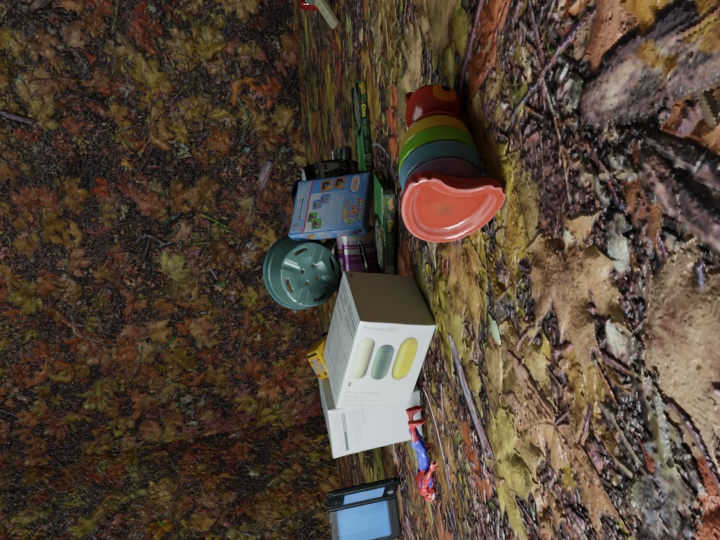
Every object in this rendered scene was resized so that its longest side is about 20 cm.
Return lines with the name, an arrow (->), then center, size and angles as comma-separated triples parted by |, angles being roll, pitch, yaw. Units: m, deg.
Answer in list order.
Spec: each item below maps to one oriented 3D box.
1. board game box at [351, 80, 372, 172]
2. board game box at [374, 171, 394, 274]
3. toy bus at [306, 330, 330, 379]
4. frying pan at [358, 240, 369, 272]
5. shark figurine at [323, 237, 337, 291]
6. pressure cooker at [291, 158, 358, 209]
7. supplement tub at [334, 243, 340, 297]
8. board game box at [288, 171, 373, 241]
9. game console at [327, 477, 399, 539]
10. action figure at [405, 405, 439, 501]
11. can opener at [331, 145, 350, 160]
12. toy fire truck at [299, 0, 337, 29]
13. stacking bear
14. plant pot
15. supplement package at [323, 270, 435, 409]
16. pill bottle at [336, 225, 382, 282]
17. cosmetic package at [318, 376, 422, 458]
board game box -> 0.003, -0.347, 1.403 | 0.105, 0.023, 0.208 | -150, 54, -76
board game box -> 0.051, -0.097, 1.242 | 0.106, 0.023, 0.205 | -107, 13, -54
toy bus -> -0.023, 0.145, 1.243 | 0.080, 0.197, 0.065 | 57, 148, 0
frying pan -> 0.032, 0.039, 1.313 | 0.112, 0.031, 0.196 | 17, 118, 32
shark figurine -> -0.073, -0.043, 1.645 | 0.126, 0.088, 0.222 | 2, 77, 53
pressure cooker -> -0.091, -0.201, 1.555 | 0.176, 0.193, 0.186 | 157, 106, -81
supplement tub -> -0.017, -0.012, 1.525 | 0.107, 0.103, 0.207 | -118, 24, -65
board game box -> -0.069, -0.152, 1.372 | 0.037, 0.193, 0.156 | 48, -137, -54
game console -> 0.015, 0.652, 1.532 | 0.178, 0.193, 0.119 | 97, 162, -54
action figure -> 0.123, 0.365, 1.111 | 0.066, 0.050, 0.207 | -106, 7, -68
can opener -> -0.051, -0.265, 1.707 | 0.067, 0.051, 0.207 | -130, 34, -72
toy fire truck -> -0.124, -0.790, 1.644 | 0.176, 0.124, 0.208 | 149, 123, -80
stacking bear -> 0.098, -0.152, 0.725 | 0.115, 0.117, 0.206 | 111, 161, -56
plant pot -> -0.142, 0.007, 1.449 | 0.196, 0.193, 0.208 | -168, 71, -75
supplement package -> 0.028, 0.133, 1.084 | 0.152, 0.146, 0.205 | -111, 31, -54
pill bottle -> 0.000, 0.000, 1.406 | 0.112, 0.108, 0.208 | -134, 38, -74
cosmetic package -> 0.014, 0.270, 1.241 | 0.200, 0.193, 0.127 | -118, 21, -64
